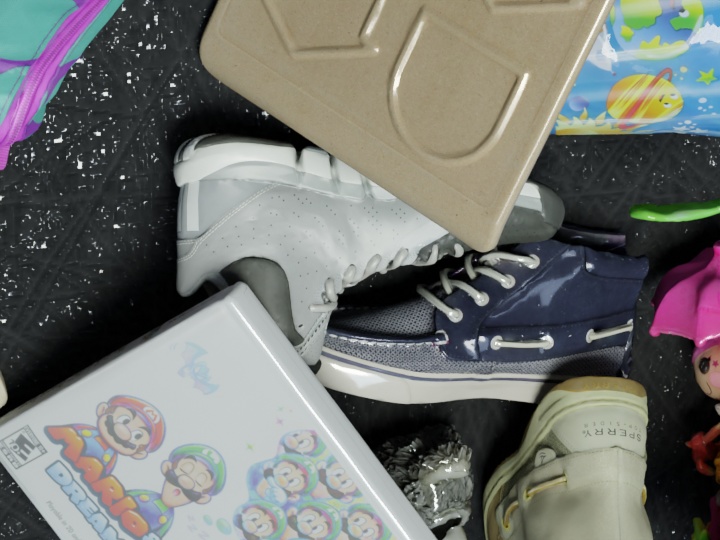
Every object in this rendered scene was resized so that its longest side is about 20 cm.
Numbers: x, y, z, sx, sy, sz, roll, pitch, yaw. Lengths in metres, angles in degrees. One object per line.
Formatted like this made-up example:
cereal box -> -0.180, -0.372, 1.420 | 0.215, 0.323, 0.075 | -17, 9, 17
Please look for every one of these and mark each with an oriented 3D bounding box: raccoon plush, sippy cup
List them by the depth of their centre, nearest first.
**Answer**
sippy cup -> 0.140, -0.123, 1.435 | 0.130, 0.178, 0.140 | -9, 153, 2
raccoon plush -> -0.031, 0.109, 1.538 | 0.200, 0.097, 0.134 | 33, 98, -28

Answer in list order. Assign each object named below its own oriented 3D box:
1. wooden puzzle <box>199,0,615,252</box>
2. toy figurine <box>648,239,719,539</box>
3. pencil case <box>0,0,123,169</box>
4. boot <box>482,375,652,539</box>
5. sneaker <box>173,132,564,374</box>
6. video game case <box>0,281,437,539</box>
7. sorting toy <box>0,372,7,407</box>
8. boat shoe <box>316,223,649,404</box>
wooden puzzle -> 0.033, -0.137, 1.390 | 0.046, 0.185, 0.200 | -19, 138, -57
toy figurine -> 0.211, 0.078, 1.547 | 0.150, 0.185, 0.200 | -10, 162, -2
pencil case -> -0.137, -0.141, 1.332 | 0.085, 0.093, 0.200 | -7, 150, -45
boot -> 0.111, 0.167, 1.537 | 0.072, 0.155, 0.200 | 3, 147, -10
sneaker -> 0.000, 0.000, 1.468 | 0.199, 0.075, 0.116 | 7, 85, -9
video game case -> -0.068, 0.122, 1.473 | 0.182, 0.024, 0.200 | -29, 103, 34
sorting toy -> -0.293, 0.031, 1.427 | 0.198, 0.070, 0.200 | -21, 122, -4
boat shoe -> 0.056, 0.016, 1.523 | 0.199, 0.075, 0.093 | 4, 112, -27
